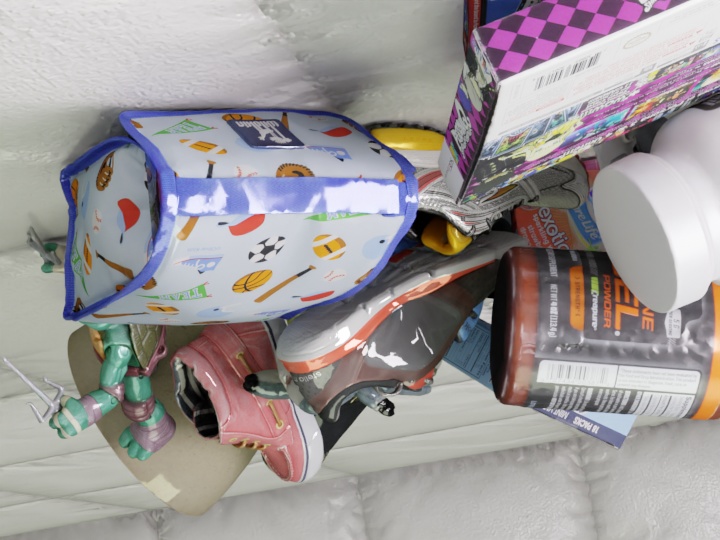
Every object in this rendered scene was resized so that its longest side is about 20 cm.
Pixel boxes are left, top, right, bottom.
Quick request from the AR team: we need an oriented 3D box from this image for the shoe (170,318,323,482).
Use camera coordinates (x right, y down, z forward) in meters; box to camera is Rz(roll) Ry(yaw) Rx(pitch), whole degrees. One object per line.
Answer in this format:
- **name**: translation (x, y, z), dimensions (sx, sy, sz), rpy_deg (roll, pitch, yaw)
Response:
- **shoe**: translation (-0.093, 0.115, 1.046), dimensions (0.071, 0.202, 0.091), rpy_deg (25, -129, 37)

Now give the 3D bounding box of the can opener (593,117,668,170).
- **can opener**: translation (0.220, -0.017, 0.920), dimensions (0.053, 0.202, 0.067), rpy_deg (-28, -160, -14)

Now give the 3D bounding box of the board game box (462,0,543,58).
- **board game box**: translation (0.102, -0.156, 0.646), dimensions (0.101, 0.020, 0.200), rpy_deg (-10, 165, 2)

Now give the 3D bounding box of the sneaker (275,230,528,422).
- **sneaker**: translation (0.037, 0.039, 0.918), dimensions (0.198, 0.083, 0.077), rpy_deg (-27, -161, -13)

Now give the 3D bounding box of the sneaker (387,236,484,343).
- **sneaker**: translation (0.000, 0.000, 0.971), dimensions (0.197, 0.080, 0.066), rpy_deg (17, 169, -11)

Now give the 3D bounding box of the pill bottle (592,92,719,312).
- **pill bottle**: translation (0.250, -0.059, 0.799), dimensions (0.198, 0.117, 0.116), rpy_deg (-24, 168, -11)

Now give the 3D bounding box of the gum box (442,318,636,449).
- **gum box**: translation (0.117, 0.074, 1.124), dimensions (0.169, 0.045, 0.199), rpy_deg (27, -178, -40)

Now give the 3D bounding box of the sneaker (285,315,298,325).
- **sneaker**: translation (-0.025, 0.009, 1.037), dimensions (0.196, 0.077, 0.105), rpy_deg (2, 161, 8)

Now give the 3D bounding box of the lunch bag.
- **lunch bag**: translation (-0.079, -0.034, 0.797), dimensions (0.168, 0.126, 0.199), rpy_deg (-2, 174, -28)

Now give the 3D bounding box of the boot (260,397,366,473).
- **boot**: translation (-0.015, 0.100, 1.222), dimensions (0.155, 0.073, 0.203), rpy_deg (-56, 173, 21)

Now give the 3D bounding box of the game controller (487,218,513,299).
- **game controller**: translation (0.076, -0.016, 1.062), dimensions (0.103, 0.043, 0.200), rpy_deg (26, 170, 10)

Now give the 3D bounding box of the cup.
- **cup**: translation (-0.144, 0.093, 1.164), dimensions (0.143, 0.202, 0.200), rpy_deg (-37, 160, 7)

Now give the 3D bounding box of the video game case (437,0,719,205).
- **video game case**: translation (0.142, -0.113, 0.697), dimensions (0.197, 0.036, 0.182), rpy_deg (-24, 166, -7)

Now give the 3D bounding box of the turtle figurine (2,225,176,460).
- **turtle figurine**: translation (-0.193, 0.057, 0.981), dimensions (0.099, 0.152, 0.201), rpy_deg (-6, 148, 7)

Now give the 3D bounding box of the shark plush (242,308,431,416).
- **shark plush**: translation (-0.009, 0.093, 1.009), dimensions (0.091, 0.083, 0.200), rpy_deg (-52, 147, 0)

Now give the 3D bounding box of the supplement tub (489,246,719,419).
- **supplement tub**: translation (0.188, 0.042, 0.861), dimensions (0.196, 0.109, 0.107), rpy_deg (4, 165, -1)

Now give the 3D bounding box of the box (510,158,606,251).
- **box**: translation (0.176, -0.010, 1.069), dimensions (0.093, 0.104, 0.200), rpy_deg (-10, 164, 6)

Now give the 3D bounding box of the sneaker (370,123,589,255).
- **sneaker**: translation (0.071, -0.049, 0.903), dimensions (0.197, 0.084, 0.078), rpy_deg (-3, 165, -23)
